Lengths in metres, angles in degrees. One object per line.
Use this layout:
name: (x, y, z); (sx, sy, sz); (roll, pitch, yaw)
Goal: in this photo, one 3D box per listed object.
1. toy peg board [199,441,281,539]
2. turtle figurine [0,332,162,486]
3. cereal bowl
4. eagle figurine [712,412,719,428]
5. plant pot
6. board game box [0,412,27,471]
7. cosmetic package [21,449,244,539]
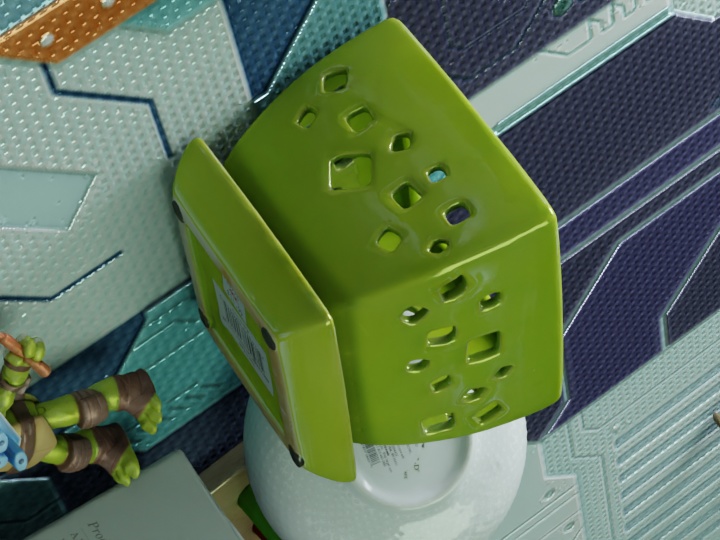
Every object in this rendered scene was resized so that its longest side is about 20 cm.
toy peg board: (0.004, 0.174, 1.693); (0.200, 0.098, 0.199); (-37, 146, -10)
turtle figurine: (-0.212, 0.111, 1.433); (0.161, 0.064, 0.200); (-3, 121, -38)
cereal bowl: (0.023, 0.115, 1.563); (0.200, 0.200, 0.083); (-36, -175, -12)
eagle figurine: (0.416, 0.159, 2.116); (0.200, 0.151, 0.152); (-5, 121, -30)
plant pot: (0.000, 0.000, 1.430); (0.181, 0.200, 0.199); (-27, 144, -15)
board game box: (-0.304, 0.110, 1.286); (0.200, 0.026, 0.200); (-41, 136, -11)
cosmetic package: (-0.164, 0.256, 1.521); (0.200, 0.165, 0.165); (-28, 162, -22)
